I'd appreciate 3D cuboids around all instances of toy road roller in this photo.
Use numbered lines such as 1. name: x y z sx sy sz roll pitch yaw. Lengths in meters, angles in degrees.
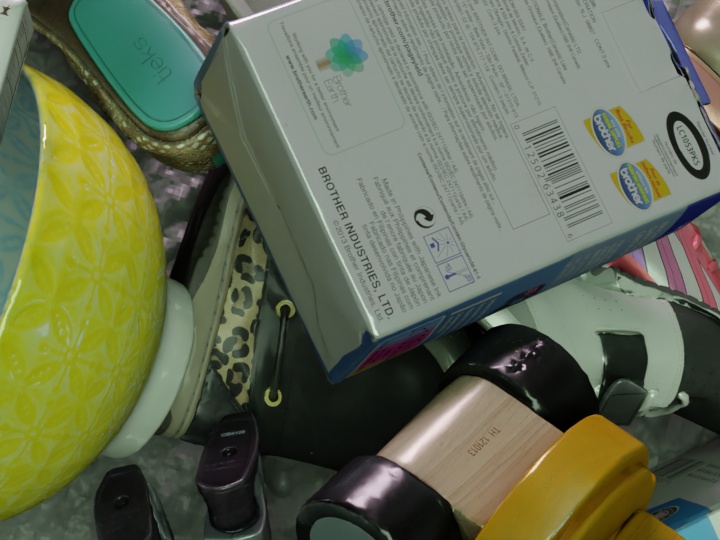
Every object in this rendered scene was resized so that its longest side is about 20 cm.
1. toy road roller: 0.059 0.136 0.960 0.146 0.200 0.123 35 52 20

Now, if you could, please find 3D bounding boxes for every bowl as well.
1. bowl: -0.134 0.023 1.038 0.107 0.200 0.201 22 86 -27

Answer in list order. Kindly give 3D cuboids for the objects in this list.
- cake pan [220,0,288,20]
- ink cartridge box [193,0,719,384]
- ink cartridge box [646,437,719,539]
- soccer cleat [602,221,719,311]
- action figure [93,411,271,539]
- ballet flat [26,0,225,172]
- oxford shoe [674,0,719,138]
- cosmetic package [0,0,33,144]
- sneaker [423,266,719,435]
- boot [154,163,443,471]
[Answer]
1. cake pan: 0.021 -0.141 1.089 0.200 0.037 0.201 8 61 -14
2. ink cartridge box: 0.054 -0.059 0.994 0.200 0.076 0.137 -23 83 -19
3. ink cartridge box: 0.209 0.137 1.093 0.200 0.147 0.145 -25 93 -7
4. soccer cleat: 0.118 -0.031 1.127 0.076 0.067 0.200 -45 92 -11
5. action figure: -0.049 0.165 1.077 0.130 0.069 0.200 -16 120 -2
6. ballet flat: -0.113 -0.115 1.086 0.070 0.065 0.200 -31 63 -2
7. oxford shoe: 0.217 -0.048 1.137 0.200 0.071 0.074 44 81 -5
8. cosmetic package: -0.232 -0.085 0.958 0.199 0.051 0.083 14 78 -1
9. sneaker: 0.088 0.041 1.057 0.200 0.074 0.089 26 61 -12
10. boot: 0.000 0.000 1.104 0.150 0.073 0.201 22 78 -12
